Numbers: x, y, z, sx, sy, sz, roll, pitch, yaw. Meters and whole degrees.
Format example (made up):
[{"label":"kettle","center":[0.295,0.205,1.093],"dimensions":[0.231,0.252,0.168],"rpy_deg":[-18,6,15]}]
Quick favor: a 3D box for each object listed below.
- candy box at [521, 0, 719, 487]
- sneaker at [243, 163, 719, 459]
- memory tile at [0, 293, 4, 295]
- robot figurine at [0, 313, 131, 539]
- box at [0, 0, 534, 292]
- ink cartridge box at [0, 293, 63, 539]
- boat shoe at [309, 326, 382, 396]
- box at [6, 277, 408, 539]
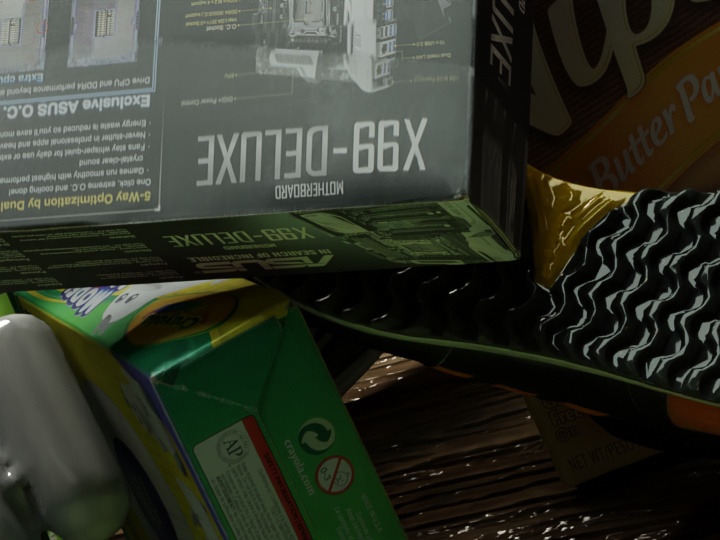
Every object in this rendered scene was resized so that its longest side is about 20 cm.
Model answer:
[{"label":"candy box","center":[0.073,-0.051,0.747],"dimensions":[0.115,0.200,0.055],"rpy_deg":[-22,14,14]},{"label":"sneaker","center":[0.048,0.010,0.698],"dimensions":[0.200,0.090,0.070],"rpy_deg":[17,68,25]},{"label":"memory tile","center":[-0.064,-0.067,0.817],"dimensions":[0.200,0.017,0.153],"rpy_deg":[-38,-25,4]},{"label":"robot figurine","center":[-0.145,0.077,0.734],"dimensions":[0.170,0.200,0.113],"rpy_deg":[-30,-25,13]},{"label":"box","center":[-0.056,-0.077,0.682],"dimensions":[0.200,0.158,0.050],"rpy_deg":[-4,-20,18]},{"label":"ink cartridge box","center":[-0.192,0.077,0.830],"dimensions":[0.200,0.076,0.148],"rpy_deg":[-16,62,28]},{"label":"boat shoe","center":[0.000,0.000,0.897],"dimensions":[0.200,0.074,0.067],"rpy_deg":[-53,29,7]},{"label":"box","center":[-0.044,0.052,0.748],"dimensions":[0.048,0.117,0.200],"rpy_deg":[-28,15,-12]}]
